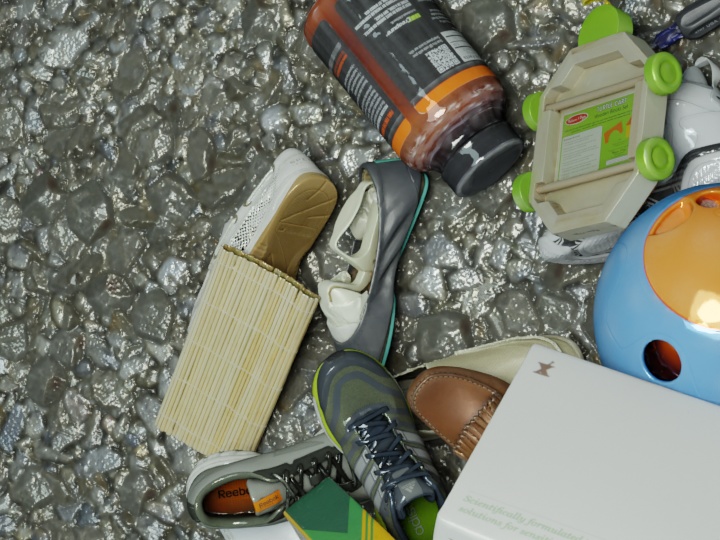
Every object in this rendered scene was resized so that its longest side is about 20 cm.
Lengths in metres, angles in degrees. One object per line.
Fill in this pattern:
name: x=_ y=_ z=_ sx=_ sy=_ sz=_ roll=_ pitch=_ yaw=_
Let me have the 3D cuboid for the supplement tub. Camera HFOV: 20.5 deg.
supplement tub: x=0.048 y=-0.156 z=1.650 sx=0.107 sy=0.107 sz=0.200 roll=-42 pitch=72 yaw=16

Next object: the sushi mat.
sushi mat: x=-0.109 y=0.079 z=1.714 sx=0.095 sy=0.012 sz=0.201 roll=28 pitch=119 yaw=9

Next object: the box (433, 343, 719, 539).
box: x=0.171 y=0.196 z=1.403 sx=0.198 sy=0.200 sz=0.172 roll=19 pitch=132 yaw=16

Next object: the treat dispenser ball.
treat dispenser ball: x=0.275 y=0.034 z=1.490 sx=0.200 sy=0.201 sz=0.202 roll=-1 pitch=87 yaw=24

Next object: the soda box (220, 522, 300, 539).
soda box: x=-0.039 y=0.276 z=1.690 sx=0.064 sy=0.068 sz=0.200 roll=-38 pitch=74 yaw=19

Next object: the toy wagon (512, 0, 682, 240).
toy wagon: x=0.188 y=-0.126 z=1.549 sx=0.155 sy=0.039 sz=0.201 roll=-13 pitch=64 yaw=53

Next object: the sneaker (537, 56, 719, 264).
sneaker: x=0.220 y=-0.086 z=1.592 sx=0.199 sy=0.075 sz=0.115 roll=-27 pitch=67 yaw=27

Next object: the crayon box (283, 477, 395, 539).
crayon box: x=0.024 y=0.253 z=1.530 sx=0.051 sy=0.200 sz=0.126 roll=-36 pitch=117 yaw=-9

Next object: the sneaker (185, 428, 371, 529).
sneaker: x=-0.048 y=0.173 z=1.624 sx=0.199 sy=0.079 sz=0.074 roll=-16 pitch=100 yaw=6

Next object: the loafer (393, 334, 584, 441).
loafer: x=0.089 y=0.103 z=1.640 sx=0.199 sy=0.068 sz=0.076 roll=-19 pitch=80 yaw=22

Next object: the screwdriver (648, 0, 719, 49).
screwdriver: x=0.227 y=-0.176 z=1.618 sx=0.200 sy=0.029 sz=0.028 roll=-31 pitch=77 yaw=23

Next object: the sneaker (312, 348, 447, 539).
sneaker: x=0.028 y=0.151 z=1.564 sx=0.074 sy=0.081 sz=0.201 roll=-31 pitch=102 yaw=-9

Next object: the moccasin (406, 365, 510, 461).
moccasin: x=0.123 y=0.147 z=1.578 sx=0.201 sy=0.078 sz=0.074 roll=42 pitch=104 yaw=-9

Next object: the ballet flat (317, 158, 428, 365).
ballet flat: x=0.000 y=0.000 z=1.681 sx=0.073 sy=0.073 sz=0.201 roll=15 pitch=92 yaw=23

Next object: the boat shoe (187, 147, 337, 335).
boat shoe: x=-0.092 y=-0.018 z=1.733 sx=0.200 sy=0.071 sz=0.069 roll=-54 pitch=43 yaw=21
